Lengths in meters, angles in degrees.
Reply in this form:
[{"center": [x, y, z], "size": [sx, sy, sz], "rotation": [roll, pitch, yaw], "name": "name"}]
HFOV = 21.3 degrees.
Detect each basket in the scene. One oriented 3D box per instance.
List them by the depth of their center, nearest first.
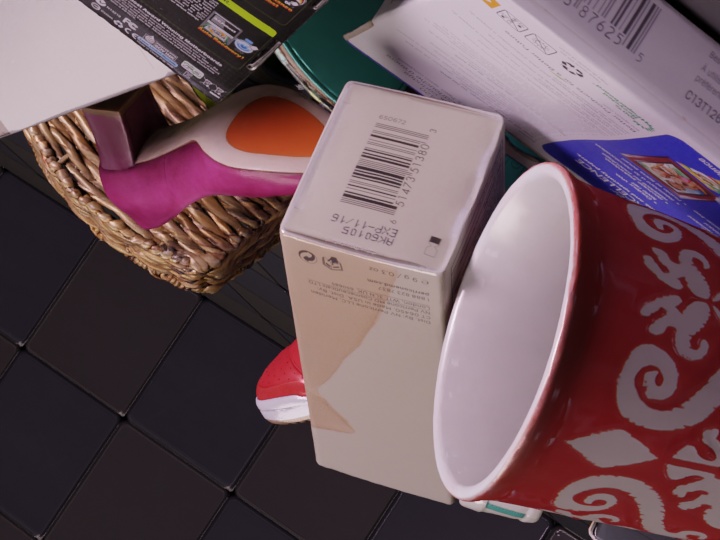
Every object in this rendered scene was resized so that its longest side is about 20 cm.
[{"center": [-0.135, -0.082, 1.278], "size": [0.200, 0.143, 0.149], "rotation": [45, 172, 2], "name": "basket"}]

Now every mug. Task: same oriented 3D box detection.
[{"center": [0.146, 0.033, 0.784], "size": [0.198, 0.179, 0.134], "rotation": [17, 141, -14], "name": "mug"}]

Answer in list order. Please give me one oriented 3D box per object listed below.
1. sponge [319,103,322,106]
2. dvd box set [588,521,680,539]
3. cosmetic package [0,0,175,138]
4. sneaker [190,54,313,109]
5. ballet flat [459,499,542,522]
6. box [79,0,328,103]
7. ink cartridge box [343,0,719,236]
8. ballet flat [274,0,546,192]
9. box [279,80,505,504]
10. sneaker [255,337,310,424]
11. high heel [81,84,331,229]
[{"center": [-0.004, -0.052, 1.175], "size": [0.029, 0.113, 0.200], "rotation": [-8, 171, -1], "name": "sponge"}, {"center": [0.205, 0.126, 0.885], "size": [0.145, 0.030, 0.199], "rotation": [27, -164, 24], "name": "dvd box set"}, {"center": [-0.164, -0.140, 0.985], "size": [0.199, 0.090, 0.107], "rotation": [-14, 119, 42], "name": "cosmetic package"}, {"center": [-0.087, -0.159, 1.043], "size": [0.200, 0.074, 0.081], "rotation": [41, 148, -27], "name": "sneaker"}, {"center": [0.120, 0.084, 1.199], "size": [0.069, 0.200, 0.070], "rotation": [16, 134, 18], "name": "ballet flat"}, {"center": [-0.094, -0.173, 0.793], "size": [0.199, 0.048, 0.193], "rotation": [36, 150, -12], "name": "box"}, {"center": [0.104, -0.070, 0.815], "size": [0.197, 0.047, 0.200], "rotation": [34, 175, -13], "name": "ink cartridge box"}, {"center": [0.027, -0.094, 0.950], "size": [0.199, 0.069, 0.071], "rotation": [35, -168, -9], "name": "ballet flat"}, {"center": [0.021, 0.016, 0.903], "size": [0.077, 0.096, 0.201], "rotation": [14, 145, 14], "name": "box"}, {"center": [0.000, 0.000, 1.039], "size": [0.113, 0.199, 0.071], "rotation": [51, -155, -18], "name": "sneaker"}, {"center": [-0.069, -0.051, 1.059], "size": [0.199, 0.067, 0.097], "rotation": [18, 141, 40], "name": "high heel"}]
